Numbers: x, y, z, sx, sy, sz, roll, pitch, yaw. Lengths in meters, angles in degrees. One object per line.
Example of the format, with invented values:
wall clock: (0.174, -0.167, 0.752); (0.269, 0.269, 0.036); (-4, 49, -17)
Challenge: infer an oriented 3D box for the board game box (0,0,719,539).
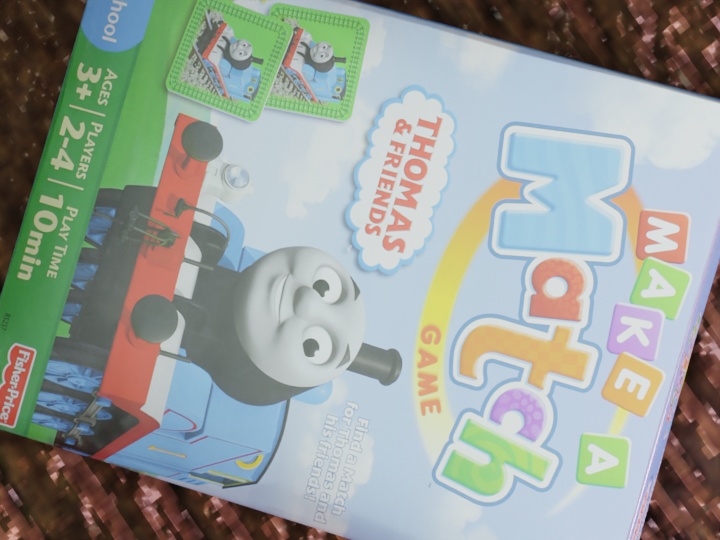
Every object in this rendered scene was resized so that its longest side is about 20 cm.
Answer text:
board game box: (0.000, 0.000, 0.811); (0.199, 0.037, 0.152); (16, 89, 11)
